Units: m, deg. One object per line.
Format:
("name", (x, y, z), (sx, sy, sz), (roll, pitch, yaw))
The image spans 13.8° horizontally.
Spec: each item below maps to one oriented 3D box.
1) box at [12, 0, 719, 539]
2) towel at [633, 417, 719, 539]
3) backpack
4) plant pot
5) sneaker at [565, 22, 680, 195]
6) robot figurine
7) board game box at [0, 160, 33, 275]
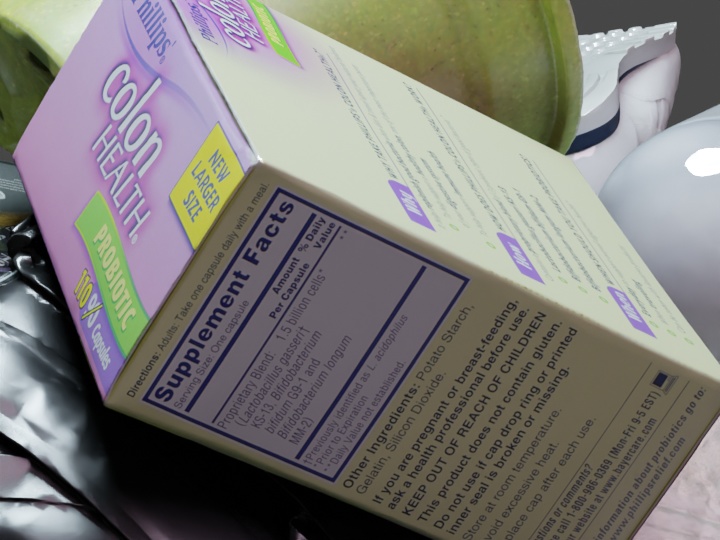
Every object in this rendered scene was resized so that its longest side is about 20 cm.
("box", (0.000, 0.000, 1.027), (0.199, 0.097, 0.176), (25, 19, -28))
("towel", (0.148, 0.108, 1.102), (0.199, 0.035, 0.133), (18, 59, -9))
("backpack", (-0.076, 0.100, 1.041), (0.200, 0.151, 0.177), (31, 41, 19))
("plant pot", (-0.045, -0.085, 1.178), (0.184, 0.201, 0.201), (-31, 64, -21))
("sneaker", (0.108, -0.061, 1.369), (0.081, 0.076, 0.200), (71, 24, -14))
("robot figurine", (0.161, -0.012, 1.217), (0.200, 0.169, 0.113), (-26, 95, -61))
("board game box", (-0.100, 0.020, 1.204), (0.199, 0.028, 0.136), (12, 43, -17))
